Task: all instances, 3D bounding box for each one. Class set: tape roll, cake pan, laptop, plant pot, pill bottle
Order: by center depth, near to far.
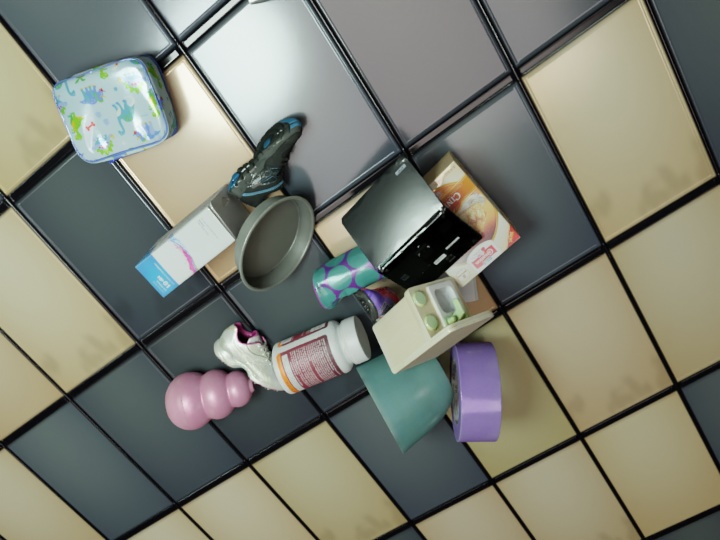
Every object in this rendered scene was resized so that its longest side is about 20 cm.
[{"bbox_3d":[0.095,-0.077,1.089,0.197,0.105,0.177,28,119,-39],"label":"laptop"},{"bbox_3d":[-0.168,-0.058,1.130,0.036,0.198,0.205,32,116,26],"label":"cake pan"},{"bbox_3d":[0.240,0.256,1.236,0.082,0.201,0.207,-2,115,3],"label":"tape roll"},{"bbox_3d":[0.105,0.256,1.249,0.158,0.201,0.205,-30,112,-5],"label":"plant pot"},{"bbox_3d":[-0.082,0.178,1.259,0.195,0.115,0.117,-22,112,12],"label":"pill bottle"}]

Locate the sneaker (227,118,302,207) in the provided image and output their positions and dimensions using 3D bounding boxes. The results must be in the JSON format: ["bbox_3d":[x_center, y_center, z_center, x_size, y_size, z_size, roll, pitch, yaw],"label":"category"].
[{"bbox_3d":[-0.170,-0.206,1.124,0.081,0.074,0.199,33,118,-30],"label":"sneaker"}]

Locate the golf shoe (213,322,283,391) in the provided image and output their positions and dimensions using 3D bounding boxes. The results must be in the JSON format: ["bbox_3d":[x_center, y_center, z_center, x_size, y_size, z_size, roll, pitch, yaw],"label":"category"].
[{"bbox_3d":[-0.226,0.192,1.293,0.197,0.076,0.093,32,108,-13],"label":"golf shoe"}]

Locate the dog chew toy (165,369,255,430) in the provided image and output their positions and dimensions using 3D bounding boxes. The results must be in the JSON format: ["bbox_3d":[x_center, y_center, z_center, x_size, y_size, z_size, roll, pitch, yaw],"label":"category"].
[{"bbox_3d":[-0.334,0.280,1.314,0.193,0.125,0.128,-14,114,-1],"label":"dog chew toy"}]

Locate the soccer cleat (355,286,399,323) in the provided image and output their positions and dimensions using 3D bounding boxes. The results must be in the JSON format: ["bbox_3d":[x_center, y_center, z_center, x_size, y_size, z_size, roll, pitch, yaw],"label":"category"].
[{"bbox_3d":[0.039,0.058,1.170,0.072,0.200,0.069,-35,77,0],"label":"soccer cleat"}]

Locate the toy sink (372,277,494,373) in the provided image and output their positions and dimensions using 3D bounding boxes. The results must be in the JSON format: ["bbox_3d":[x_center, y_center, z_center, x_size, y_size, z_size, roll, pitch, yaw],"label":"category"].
[{"bbox_3d":[0.133,0.093,1.112,0.200,0.127,0.115,-47,64,48],"label":"toy sink"}]

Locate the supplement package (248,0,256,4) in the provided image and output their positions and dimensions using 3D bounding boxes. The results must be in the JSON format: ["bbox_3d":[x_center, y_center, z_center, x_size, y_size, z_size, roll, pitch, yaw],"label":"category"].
[{"bbox_3d":[-0.150,-0.551,0.933,0.113,0.118,0.206,-14,113,8],"label":"supplement package"}]

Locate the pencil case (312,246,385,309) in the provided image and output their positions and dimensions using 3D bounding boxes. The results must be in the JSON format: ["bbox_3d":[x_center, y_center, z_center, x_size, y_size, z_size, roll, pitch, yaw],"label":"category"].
[{"bbox_3d":[0.000,0.000,1.192,0.195,0.087,0.093,-26,131,11],"label":"pencil case"}]

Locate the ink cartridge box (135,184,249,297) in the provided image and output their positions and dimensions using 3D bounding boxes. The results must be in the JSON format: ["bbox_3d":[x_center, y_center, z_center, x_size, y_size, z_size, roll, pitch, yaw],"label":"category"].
[{"bbox_3d":[-0.322,-0.061,1.142,0.198,0.146,0.085,-36,109,16],"label":"ink cartridge box"}]

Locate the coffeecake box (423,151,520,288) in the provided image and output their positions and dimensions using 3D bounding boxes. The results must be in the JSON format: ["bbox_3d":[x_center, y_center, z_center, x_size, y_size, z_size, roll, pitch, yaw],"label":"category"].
[{"bbox_3d":[0.183,-0.095,1.122,0.153,0.074,0.199,-42,107,18],"label":"coffeecake box"}]

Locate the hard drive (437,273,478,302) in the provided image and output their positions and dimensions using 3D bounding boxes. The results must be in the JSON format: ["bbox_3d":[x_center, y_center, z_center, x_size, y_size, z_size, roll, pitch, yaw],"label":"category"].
[{"bbox_3d":[0.169,-0.023,1.210,0.127,0.026,0.206,-10,114,6],"label":"hard drive"}]

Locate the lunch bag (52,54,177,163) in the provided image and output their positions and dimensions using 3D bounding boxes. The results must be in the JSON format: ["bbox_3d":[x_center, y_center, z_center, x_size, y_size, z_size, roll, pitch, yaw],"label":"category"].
[{"bbox_3d":[-0.447,-0.293,1.077,0.193,0.083,0.165,-15,112,8],"label":"lunch bag"}]
